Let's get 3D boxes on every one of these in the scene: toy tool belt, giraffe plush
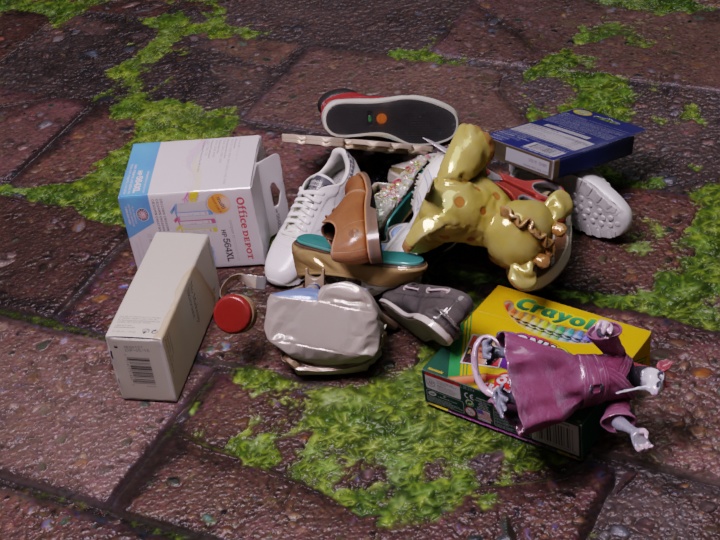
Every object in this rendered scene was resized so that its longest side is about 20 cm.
[{"bbox_3d":[-0.063,0.059,1.654,0.200,0.125,0.123,5,2,12],"label":"toy tool belt"},{"bbox_3d":[0.153,-0.062,1.605,0.162,0.173,0.200,26,11,2],"label":"giraffe plush"}]

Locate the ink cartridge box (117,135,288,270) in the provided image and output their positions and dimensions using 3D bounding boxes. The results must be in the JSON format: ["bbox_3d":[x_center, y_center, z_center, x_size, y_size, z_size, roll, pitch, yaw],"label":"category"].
[{"bbox_3d":[-0.200,-0.089,1.837,0.200,0.129,0.125,-4,38,7],"label":"ink cartridge box"}]

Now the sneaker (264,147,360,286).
[{"bbox_3d":[-0.067,-0.069,1.804,0.076,0.081,0.200,21,64,26],"label":"sneaker"}]

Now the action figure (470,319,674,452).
[{"bbox_3d":[0.229,0.121,1.444,0.200,0.134,0.149,-1,-6,-13],"label":"action figure"}]

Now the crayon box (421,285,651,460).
[{"bbox_3d":[0.199,0.109,1.563,0.200,0.058,0.173,18,45,30],"label":"crayon box"}]

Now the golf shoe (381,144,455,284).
[{"bbox_3d":[0.102,-0.064,1.741,0.097,0.078,0.200,25,82,46],"label":"golf shoe"}]

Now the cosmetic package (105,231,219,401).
[{"bbox_3d":[-0.235,0.053,1.682,0.073,0.104,0.200,3,40,12],"label":"cosmetic package"}]

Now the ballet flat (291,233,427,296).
[{"bbox_3d":[0.000,0.000,1.708,0.200,0.063,0.069,13,20,38],"label":"ballet flat"}]

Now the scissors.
[{"bbox_3d":[0.163,-0.111,1.715,0.200,0.014,0.073,21,49,1],"label":"scissors"}]

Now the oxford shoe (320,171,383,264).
[{"bbox_3d":[-0.014,-0.067,1.696,0.071,0.071,0.200,-9,25,3],"label":"oxford shoe"}]

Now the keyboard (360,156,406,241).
[{"bbox_3d":[0.016,-0.101,1.886,0.104,0.040,0.200,10,40,21],"label":"keyboard"}]

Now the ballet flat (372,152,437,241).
[{"bbox_3d":[0.053,-0.109,1.847,0.064,0.076,0.200,24,41,21],"label":"ballet flat"}]

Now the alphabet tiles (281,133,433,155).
[{"bbox_3d":[-0.006,-0.171,1.905,0.200,0.015,0.195,1,5,-43],"label":"alphabet tiles"}]

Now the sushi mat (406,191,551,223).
[{"bbox_3d":[0.149,-0.076,1.791,0.096,0.012,0.200,-37,25,-28],"label":"sushi mat"}]

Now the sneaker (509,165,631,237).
[{"bbox_3d":[0.285,-0.110,1.811,0.080,0.077,0.200,-22,40,-31],"label":"sneaker"}]

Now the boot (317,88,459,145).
[{"bbox_3d":[0.039,-0.231,2.034,0.200,0.073,0.144,4,16,-6],"label":"boot"}]

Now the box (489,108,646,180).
[{"bbox_3d":[0.266,-0.166,1.805,0.200,0.032,0.121,-20,33,-39],"label":"box"}]

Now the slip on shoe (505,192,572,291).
[{"bbox_3d":[0.223,-0.023,1.711,0.076,0.061,0.200,-2,31,13],"label":"slip on shoe"}]

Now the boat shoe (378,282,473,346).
[{"bbox_3d":[0.079,0.044,1.614,0.057,0.067,0.200,-47,16,-7],"label":"boat shoe"}]
